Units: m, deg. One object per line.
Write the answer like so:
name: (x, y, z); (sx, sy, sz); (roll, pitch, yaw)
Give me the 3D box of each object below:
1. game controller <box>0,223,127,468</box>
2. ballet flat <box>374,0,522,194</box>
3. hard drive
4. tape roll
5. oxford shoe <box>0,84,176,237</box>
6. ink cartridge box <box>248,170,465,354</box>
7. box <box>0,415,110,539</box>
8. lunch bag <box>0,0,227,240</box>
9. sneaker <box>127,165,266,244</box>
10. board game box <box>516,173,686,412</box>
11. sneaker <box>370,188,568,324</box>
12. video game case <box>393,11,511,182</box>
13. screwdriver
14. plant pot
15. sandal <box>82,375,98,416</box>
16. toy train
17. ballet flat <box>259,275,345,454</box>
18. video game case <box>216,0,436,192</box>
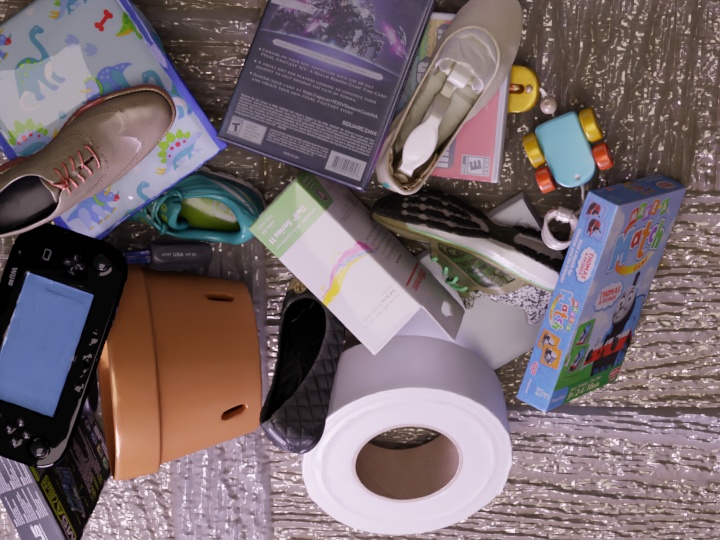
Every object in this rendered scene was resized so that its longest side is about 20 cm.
game controller: (-0.273, 0.064, 1.580); (0.103, 0.042, 0.202); (19, 87, -4)
ballet flat: (0.077, -0.151, 1.587); (0.069, 0.070, 0.201); (29, 103, -7)
hard drive: (0.102, 0.033, 1.735); (0.199, 0.027, 0.133); (-31, 105, 13)
tape roll: (0.042, 0.156, 1.723); (0.200, 0.071, 0.204); (-3, 131, -3)
oxford shoe: (-0.239, -0.084, 1.551); (0.199, 0.075, 0.071); (-34, 113, 4)
ink cartridge box: (0.000, 0.000, 1.661); (0.200, 0.117, 0.067); (45, 105, -3)
box: (-0.303, 0.143, 1.711); (0.047, 0.193, 0.202); (-19, 108, 14)
lunch bag: (-0.238, -0.145, 1.629); (0.169, 0.127, 0.201); (-35, 96, 0)
sneaker: (-0.182, -0.069, 1.689); (0.198, 0.080, 0.078); (12, 109, 1)
board game box: (0.218, 0.018, 1.660); (0.036, 0.151, 0.202); (27, 112, 27)
sneaker: (0.096, -0.005, 1.674); (0.198, 0.077, 0.089); (22, 117, 0)
video game case: (0.034, -0.160, 1.641); (0.198, 0.017, 0.145); (7, 98, 14)
screwdriver: (-0.226, -0.009, 1.634); (0.198, 0.028, 0.029); (-5, 119, -22)
plant pot: (-0.168, 0.086, 1.695); (0.138, 0.200, 0.202); (-4, 110, -12)
sandal: (-0.280, 0.045, 1.740); (0.045, 0.075, 0.202); (-1, 112, 3)
toy train: (0.129, -0.112, 1.659); (0.199, 0.056, 0.151); (30, 103, 9)
ballet flat: (-0.054, 0.074, 1.676); (0.066, 0.202, 0.057); (-21, 135, 27)
video game case: (-0.026, -0.186, 1.611); (0.142, 0.019, 0.202); (20, 85, 13)
